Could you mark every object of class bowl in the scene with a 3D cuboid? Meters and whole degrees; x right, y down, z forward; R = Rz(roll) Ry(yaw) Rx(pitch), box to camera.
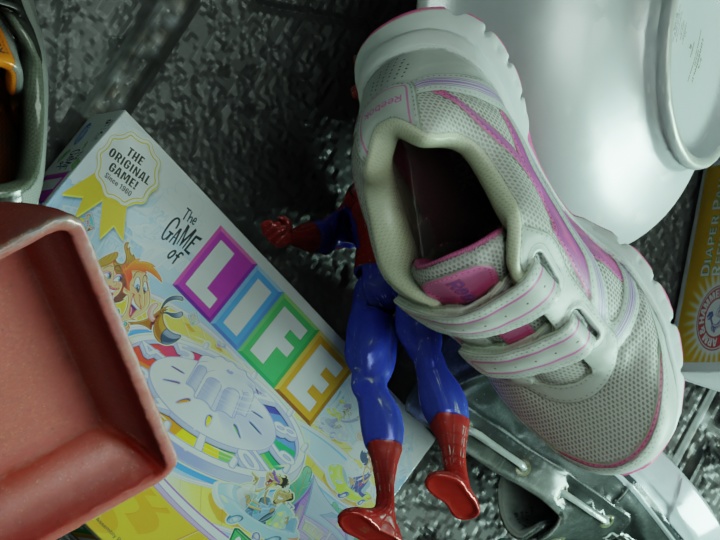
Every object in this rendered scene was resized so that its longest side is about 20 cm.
[{"bbox_3d":[0.105,-0.093,1.057,0.201,0.090,0.203,-17,109,-61],"label":"bowl"}]

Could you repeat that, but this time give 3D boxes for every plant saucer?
[{"bbox_3d":[-0.173,0.063,0.870,0.199,0.200,0.037,-29,63,-9],"label":"plant saucer"}]

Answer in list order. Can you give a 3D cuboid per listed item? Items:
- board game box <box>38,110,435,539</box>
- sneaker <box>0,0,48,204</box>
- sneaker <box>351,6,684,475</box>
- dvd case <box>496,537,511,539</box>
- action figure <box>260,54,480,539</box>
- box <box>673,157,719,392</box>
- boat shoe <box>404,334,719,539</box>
[{"bbox_3d":[-0.076,0.053,1.026,0.200,0.034,0.135,46,67,-21],"label":"board game box"},{"bbox_3d":[-0.149,-0.100,0.952,0.073,0.079,0.202,-5,76,-25],"label":"sneaker"},{"bbox_3d":[0.052,0.003,0.965,0.201,0.081,0.088,54,28,-12],"label":"sneaker"},{"bbox_3d":[0.030,0.233,1.072,0.145,0.022,0.202,-24,110,-30],"label":"dvd case"},{"bbox_3d":[0.000,0.000,1.018,0.099,0.065,0.201,44,33,-42],"label":"action figure"},{"bbox_3d":[0.256,0.021,1.188,0.199,0.101,0.113,18,79,-29],"label":"box"},{"bbox_3d":[0.086,0.086,1.101,0.071,0.072,0.200,-49,124,-3],"label":"boat shoe"}]
